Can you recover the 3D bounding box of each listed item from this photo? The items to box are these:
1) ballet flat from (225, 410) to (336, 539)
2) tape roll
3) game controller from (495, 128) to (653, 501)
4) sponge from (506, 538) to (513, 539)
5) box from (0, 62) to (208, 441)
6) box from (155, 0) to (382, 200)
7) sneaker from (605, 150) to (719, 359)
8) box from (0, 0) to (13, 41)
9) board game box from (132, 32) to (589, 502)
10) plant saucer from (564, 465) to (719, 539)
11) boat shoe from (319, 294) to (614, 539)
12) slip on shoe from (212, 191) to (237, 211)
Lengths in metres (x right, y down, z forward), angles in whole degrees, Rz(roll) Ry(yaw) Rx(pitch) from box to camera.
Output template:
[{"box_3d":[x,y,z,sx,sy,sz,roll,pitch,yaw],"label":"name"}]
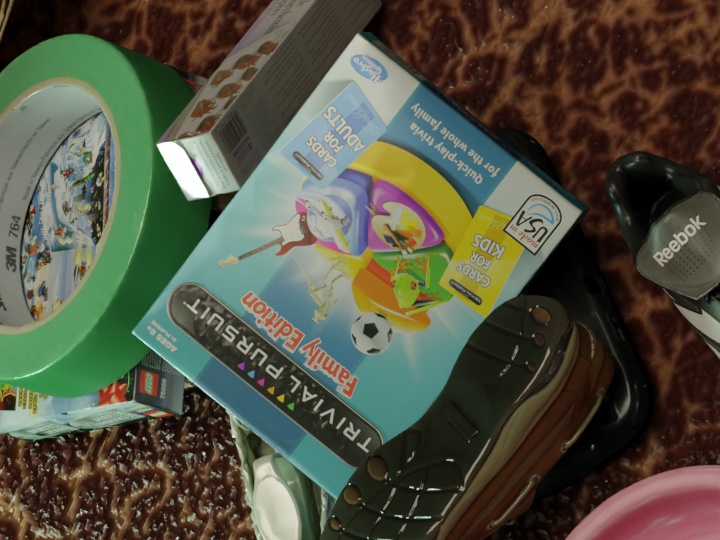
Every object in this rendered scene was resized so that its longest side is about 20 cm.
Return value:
[{"box_3d":[-0.039,0.099,1.651,0.071,0.072,0.201,-24,63,21],"label":"ballet flat"},{"box_3d":[-0.166,-0.031,1.700,0.200,0.048,0.202,-20,62,42],"label":"tape roll"},{"box_3d":[0.084,0.023,1.626,0.104,0.042,0.201,-40,58,30],"label":"game controller"},{"box_3d":[-0.006,0.214,1.559,0.199,0.030,0.112,-29,17,28],"label":"sponge"},{"box_3d":[-0.152,-0.009,1.743,0.137,0.040,0.201,-12,68,45],"label":"box"},{"box_3d":[-0.048,-0.110,1.665,0.039,0.042,0.200,-10,30,33],"label":"box"},{"box_3d":[0.183,0.006,1.518,0.067,0.090,0.200,-47,47,9],"label":"sneaker"},{"box_3d":[-0.263,-0.153,1.832,0.200,0.021,0.164,-1,69,58],"label":"box"},{"box_3d":[0.000,0.000,1.587,0.151,0.047,0.200,38,99,5],"label":"board game box"},{"box_3d":[0.176,0.200,1.503,0.200,0.051,0.202,-10,70,28],"label":"plant saucer"},{"box_3d":[0.059,0.107,1.549,0.200,0.074,0.076,-50,42,13],"label":"boat shoe"},{"box_3d":[-0.038,-0.068,1.689,0.199,0.060,0.076,9,79,44],"label":"slip on shoe"}]
